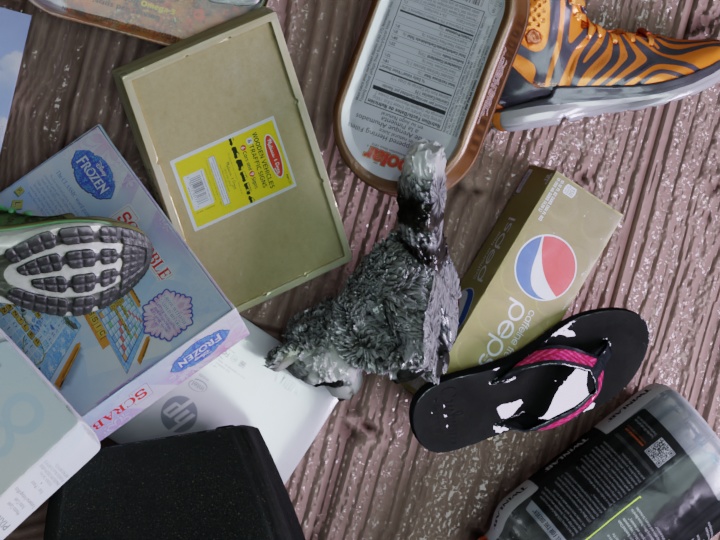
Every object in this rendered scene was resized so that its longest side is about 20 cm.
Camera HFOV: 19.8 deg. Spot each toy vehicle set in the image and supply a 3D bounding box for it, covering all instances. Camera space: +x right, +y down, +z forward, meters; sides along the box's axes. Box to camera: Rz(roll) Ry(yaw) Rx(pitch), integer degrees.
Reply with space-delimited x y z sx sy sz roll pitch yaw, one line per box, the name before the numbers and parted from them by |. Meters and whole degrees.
toy vehicle set | -0.091 -0.075 1.499 0.123 0.026 0.202 -24 112 -16

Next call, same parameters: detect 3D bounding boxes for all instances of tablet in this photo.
tablet | -0.125 0.089 1.544 0.199 0.014 0.131 34 89 -14

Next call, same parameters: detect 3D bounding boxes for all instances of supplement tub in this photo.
supplement tub | 0.187 0.190 1.572 0.199 0.122 0.123 -37 103 -7

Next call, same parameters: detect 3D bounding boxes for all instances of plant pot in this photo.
plant pot | -0.129 0.207 1.459 0.198 0.200 0.179 -10 86 1

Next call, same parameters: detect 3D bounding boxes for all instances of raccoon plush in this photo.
raccoon plush | 0.000 0.000 1.503 0.133 0.097 0.202 6 96 19

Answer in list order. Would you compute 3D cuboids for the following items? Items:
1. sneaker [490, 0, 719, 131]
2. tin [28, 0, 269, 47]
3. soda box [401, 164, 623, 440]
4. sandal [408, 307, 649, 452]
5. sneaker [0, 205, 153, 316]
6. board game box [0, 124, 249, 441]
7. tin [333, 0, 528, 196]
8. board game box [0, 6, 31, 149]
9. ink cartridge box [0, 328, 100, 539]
sneaker | 0.182 -0.176 1.549 0.198 0.078 0.113 -12 100 -11
tin | -0.161 -0.226 1.485 0.198 0.042 0.113 15 97 -15
soda box | 0.114 0.024 1.564 0.067 0.064 0.201 31 90 -16
sandal | 0.132 0.088 1.522 0.199 0.045 0.076 -21 109 -17
sneaker | -0.238 -0.023 1.379 0.198 0.089 0.077 0 129 -20
board game box | -0.211 0.026 1.438 0.199 0.041 0.200 -35 59 -6
tin | 0.050 -0.152 1.513 0.111 0.042 0.202 21 94 21
board game box | -0.323 -0.101 1.431 0.150 0.037 0.202 14 73 -14
ink cartridge box | -0.293 0.125 1.353 0.200 0.047 0.160 -42 59 -11
